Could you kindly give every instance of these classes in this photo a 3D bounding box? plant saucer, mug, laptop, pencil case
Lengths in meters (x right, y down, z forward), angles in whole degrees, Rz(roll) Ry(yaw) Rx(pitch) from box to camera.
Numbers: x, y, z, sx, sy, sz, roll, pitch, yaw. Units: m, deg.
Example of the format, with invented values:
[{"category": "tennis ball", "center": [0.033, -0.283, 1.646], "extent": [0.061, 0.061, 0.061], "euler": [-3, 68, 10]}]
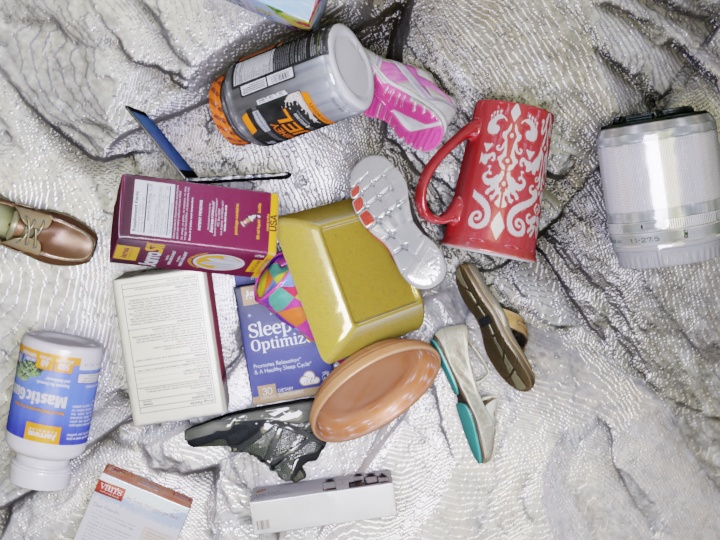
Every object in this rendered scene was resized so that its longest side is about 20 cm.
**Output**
[{"category": "plant saucer", "center": [0.015, 0.156, 1.664], "extent": [0.199, 0.200, 0.038], "euler": [-34, 61, 1]}, {"category": "plant saucer", "center": [0.000, 0.000, 1.633], "extent": [0.199, 0.048, 0.201], "euler": [-18, 87, -44]}, {"category": "mug", "center": [0.178, -0.123, 1.649], "extent": [0.133, 0.177, 0.202], "euler": [12, 90, 40]}, {"category": "laptop", "center": [-0.194, -0.166, 1.621], "extent": [0.198, 0.177, 0.104], "euler": [-3, 95, -1]}, {"category": "pencil case", "center": [-0.049, 0.056, 1.657], "extent": [0.200, 0.088, 0.089], "euler": [36, 93, -27]}]

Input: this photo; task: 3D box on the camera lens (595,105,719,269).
[{"category": "camera lens", "center": [0.405, -0.113, 1.654], "extent": [0.159, 0.160, 0.202], "euler": [-9, 95, -1]}]

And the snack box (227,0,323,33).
[{"category": "snack box", "center": [-0.128, -0.370, 1.594], "extent": [0.168, 0.200, 0.068], "euler": [23, 93, -3]}]

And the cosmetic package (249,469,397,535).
[{"category": "cosmetic package", "center": [-0.052, 0.320, 1.715], "extent": [0.198, 0.083, 0.051], "euler": [-8, 93, -2]}]

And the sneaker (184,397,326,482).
[{"category": "sneaker", "center": [-0.141, 0.245, 1.708], "extent": [0.198, 0.076, 0.115], "euler": [-7, 89, -7]}]

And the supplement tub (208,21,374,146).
[{"category": "supplement tub", "center": [-0.092, -0.237, 1.619], "extent": [0.199, 0.122, 0.123], "euler": [-16, 96, 29]}]

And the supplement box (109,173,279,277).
[{"category": "supplement box", "center": [-0.213, -0.054, 1.572], "extent": [0.198, 0.110, 0.086], "euler": [6, 72, -15]}]

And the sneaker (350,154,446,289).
[{"category": "sneaker", "center": [0.047, -0.056, 1.630], "extent": [0.077, 0.082, 0.201], "euler": [-27, 76, 2]}]

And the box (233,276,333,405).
[{"category": "box", "center": [-0.107, 0.079, 1.718], "extent": [0.120, 0.032, 0.202], "euler": [-10, 94, -1]}]

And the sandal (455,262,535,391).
[{"category": "sandal", "center": [0.197, 0.074, 1.714], "extent": [0.054, 0.080, 0.201], "euler": [-27, 91, -21]}]

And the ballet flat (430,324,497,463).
[{"category": "ballet flat", "center": [0.159, 0.170, 1.719], "extent": [0.062, 0.067, 0.201], "euler": [-22, 96, -10]}]

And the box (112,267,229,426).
[{"category": "box", "center": [-0.254, 0.096, 1.675], "extent": [0.127, 0.109, 0.202], "euler": [-8, 95, -3]}]

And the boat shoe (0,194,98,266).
[{"category": "boat shoe", "center": [-0.458, -0.054, 1.673], "extent": [0.199, 0.074, 0.076], "euler": [17, 94, -3]}]

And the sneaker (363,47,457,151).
[{"category": "sneaker", "center": [0.047, -0.244, 1.678], "extent": [0.200, 0.088, 0.082], "euler": [40, 133, 11]}]

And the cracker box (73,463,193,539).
[{"category": "cracker box", "center": [-0.333, 0.389, 1.723], "extent": [0.133, 0.058, 0.201], "euler": [24, 95, -4]}]

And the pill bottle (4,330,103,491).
[{"category": "pill bottle", "center": [-0.420, 0.191, 1.676], "extent": [0.111, 0.112, 0.202], "euler": [11, 94, -3]}]
